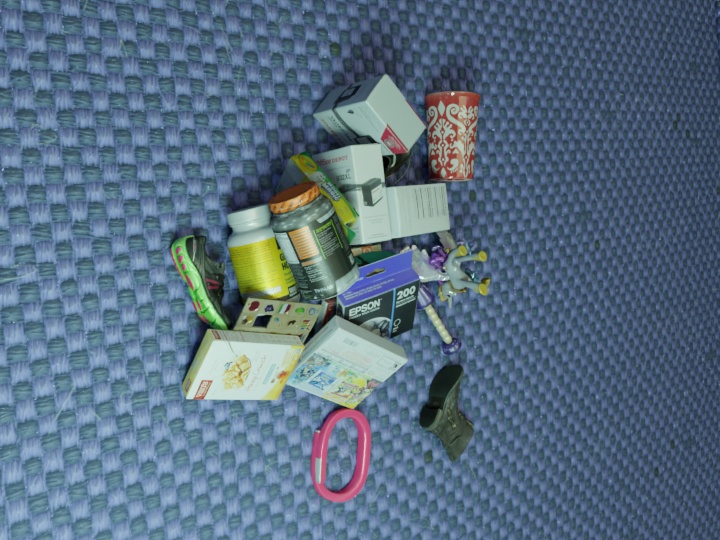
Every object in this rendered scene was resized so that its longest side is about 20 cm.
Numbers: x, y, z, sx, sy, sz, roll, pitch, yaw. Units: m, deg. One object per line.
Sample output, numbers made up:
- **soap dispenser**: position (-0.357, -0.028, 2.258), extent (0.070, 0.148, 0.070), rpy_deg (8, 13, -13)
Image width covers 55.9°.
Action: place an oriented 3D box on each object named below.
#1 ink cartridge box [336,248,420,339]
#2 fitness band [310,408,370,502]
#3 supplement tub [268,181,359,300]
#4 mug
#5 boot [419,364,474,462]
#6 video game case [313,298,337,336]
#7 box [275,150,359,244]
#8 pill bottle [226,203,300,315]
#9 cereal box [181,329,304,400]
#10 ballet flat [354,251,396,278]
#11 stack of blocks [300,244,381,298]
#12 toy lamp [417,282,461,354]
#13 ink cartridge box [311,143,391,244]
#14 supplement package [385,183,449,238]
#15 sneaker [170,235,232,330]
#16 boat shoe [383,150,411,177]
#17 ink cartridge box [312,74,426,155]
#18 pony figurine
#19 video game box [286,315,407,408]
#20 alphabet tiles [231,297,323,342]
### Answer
- **ink cartridge box**: position (0.036, 0.071, 1.435), extent (0.197, 0.043, 0.201), rpy_deg (-20, 130, -29)
- **fitness band**: position (-0.041, 0.401, 1.478), extent (0.143, 0.037, 0.201), rpy_deg (9, 85, -41)
- **supplement tub**: position (-0.089, -0.056, 1.263), extent (0.122, 0.122, 0.201), rpy_deg (-36, 115, -33)
- **mug**: position (0.238, -0.320, 1.652), extent (0.177, 0.133, 0.201), rpy_deg (-1, 94, -37)
- **boot**: position (0.232, 0.354, 1.686), extent (0.174, 0.069, 0.200), rpy_deg (45, 67, -35)
- **video game case**: position (-0.013, 0.118, 1.472), extent (0.199, 0.017, 0.144), rpy_deg (-6, 122, -39)
- **box**: position (-0.080, -0.125, 1.347), extent (0.048, 0.117, 0.200), rpy_deg (-30, 77, -35)
- **pill bottle**: position (-0.192, -0.022, 1.311), extent (0.112, 0.112, 0.201), rpy_deg (-21, 103, -37)
- **cereal box**: position (-0.221, 0.182, 1.287), extent (0.199, 0.040, 0.144), rpy_deg (8, 121, -39)
- **ballet flat**: position (0.000, 0.000, 1.431), extent (0.199, 0.070, 0.066), rpy_deg (-4, 120, -36)
- **stack of blocks**: position (-0.042, 0.013, 1.465), extent (0.199, 0.058, 0.116), rpy_deg (-10, 96, -38)
- **toy lamp**: position (0.179, 0.115, 1.645), extent (0.058, 0.058, 0.200), rpy_deg (-46, 119, -29)
- **ink cartridge box**: position (-0.020, -0.156, 1.430), extent (0.083, 0.145, 0.201), rpy_deg (-11, 96, -38)
- **supplement package**: position (0.100, -0.133, 1.527), extent (0.200, 0.113, 0.110), rpy_deg (-12, 97, -49)
- **sneaker**: position (-0.279, 0.026, 1.265), extent (0.084, 0.077, 0.201), rpy_deg (-29, 108, -31)
- **boat shoe**: position (0.055, -0.243, 1.543), extent (0.200, 0.067, 0.072), rpy_deg (-32, 107, -36)
- **ink cartridge box**: position (0.015, -0.316, 1.428), extent (0.145, 0.200, 0.084), rpy_deg (45, 67, -29)
- **pony figurine**: position (0.213, -0.008, 1.610), extent (0.166, 0.200, 0.194), rpy_deg (-29, 92, -28)
- **video game box**: position (-0.033, 0.195, 1.408), extent (0.200, 0.047, 0.182), rpy_deg (29, 116, -35)
- **alphabet tiles**: position (-0.181, 0.137, 1.309), extent (0.167, 0.008, 0.200), rpy_deg (8, 122, -39)
